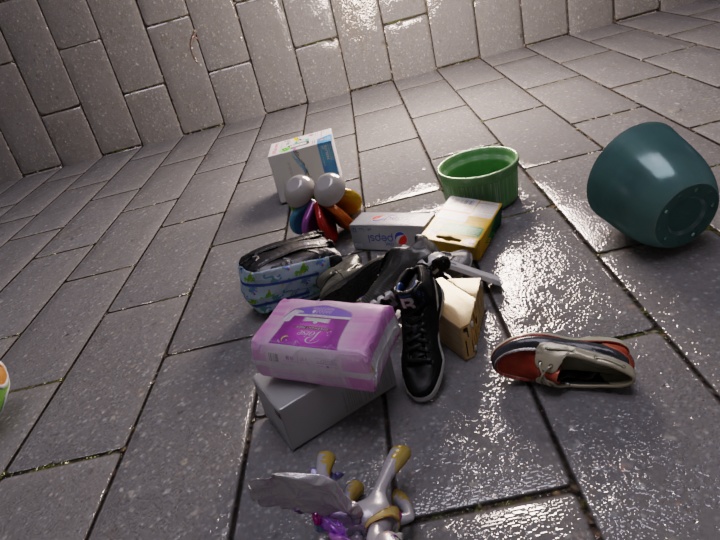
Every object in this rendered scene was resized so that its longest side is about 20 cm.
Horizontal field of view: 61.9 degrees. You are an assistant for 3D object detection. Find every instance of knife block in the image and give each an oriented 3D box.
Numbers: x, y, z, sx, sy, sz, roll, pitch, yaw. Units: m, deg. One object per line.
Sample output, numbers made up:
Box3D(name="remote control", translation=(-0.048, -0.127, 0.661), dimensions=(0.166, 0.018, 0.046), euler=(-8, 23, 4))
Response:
Box3D(name="knife block", translation=(0.126, 0.068, 1.046), dimensions=(0.170, 0.066, 0.201), euler=(-4, 30, 22))

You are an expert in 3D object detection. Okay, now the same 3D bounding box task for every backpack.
Box3D(name="backpack", translation=(-0.156, 0.002, 1.247), dimensions=(0.195, 0.158, 0.163), euler=(-4, 25, -29))

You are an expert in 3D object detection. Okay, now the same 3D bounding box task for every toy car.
Box3D(name="toy car", translation=(-0.094, -0.136, 1.464), dimensions=(0.195, 0.175, 0.154), euler=(2, 67, 28))

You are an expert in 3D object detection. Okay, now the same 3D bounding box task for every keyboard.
Box3D(name="keyboard", translation=(0.169, -0.011, 1.121), dimensions=(0.194, 0.011, 0.056), euler=(19, 11, 3))

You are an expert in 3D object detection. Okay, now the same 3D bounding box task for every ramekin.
Box3D(name="ramekin", translation=(0.287, -0.215, 1.444), dimensions=(0.194, 0.100, 0.202), euler=(-12, 27, 6))

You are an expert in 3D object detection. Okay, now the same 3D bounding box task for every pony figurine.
Box3D(name="pony figurine", translation=(-0.020, 0.276, 0.671), dimensions=(0.186, 0.172, 0.200), euler=(-4, 12, 3))

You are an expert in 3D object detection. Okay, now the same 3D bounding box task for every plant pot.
Box3D(name="plant pot", translation=(0.538, -0.138, 1.083), dimensions=(0.195, 0.204, 0.163), euler=(-16, 39, -4))

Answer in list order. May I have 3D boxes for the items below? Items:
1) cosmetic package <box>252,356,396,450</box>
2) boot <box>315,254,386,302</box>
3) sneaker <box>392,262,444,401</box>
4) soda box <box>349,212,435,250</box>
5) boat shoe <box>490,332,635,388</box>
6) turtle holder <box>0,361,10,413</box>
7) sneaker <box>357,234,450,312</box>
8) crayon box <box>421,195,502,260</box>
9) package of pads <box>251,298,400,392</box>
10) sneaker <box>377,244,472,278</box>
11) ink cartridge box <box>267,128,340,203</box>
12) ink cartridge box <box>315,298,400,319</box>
Box3D(name="cosmetic package", translation=(-0.055, 0.171, 0.931), dimensions=(0.196, 0.083, 0.112), euler=(-28, 29, -20))
Box3D(name="boot", translation=(0.000, 0.000, 1.132), dimensions=(0.196, 0.069, 0.132), euler=(-27, 26, 7))
Box3D(name="sneaker", translation=(0.080, 0.084, 0.913), dimensions=(0.071, 0.112, 0.205), euler=(-10, 55, 25))
Box3D(name="soda box", translation=(0.076, -0.088, 1.357), dimensions=(0.195, 0.065, 0.068), euler=(3, 31, 32))
Box3D(name="boat shoe", translation=(0.281, 0.133, 0.844), dimensions=(0.194, 0.073, 0.063), euler=(-2, 32, 15))
Box3D(name="turtle holder", translation=(-0.726, 0.241, 1.110), dimensions=(0.137, 0.189, 0.133), euler=(17, 27, -8))
Box3D(name="sneaker", translation=(0.057, 0.012, 1.035), dimensions=(0.198, 0.066, 0.092), euler=(-38, 56, 13))
Box3D(name="crayon box", translation=(0.215, -0.086, 1.277), dimensions=(0.122, 0.053, 0.200), euler=(12, 36, 25))
Box3D(name="package of pads", translation=(-0.050, 0.105, 0.878), dimensions=(0.194, 0.078, 0.121), euler=(3, 33, 24))
Box3D(name="sneaker", translation=(0.123, -0.011, 1.171), dimensions=(0.194, 0.084, 0.075), euler=(-14, 27, 2))
Box3D(name="ink cartridge box", translation=(-0.164, -0.316, 1.809), dimensions=(0.194, 0.150, 0.148), euler=(-14, 27, 3))
Box3D(name="ink cartridge box", translation=(-0.002, 0.081, 1.118), dimensions=(0.093, 0.038, 0.198), euler=(-29, 28, -26))
